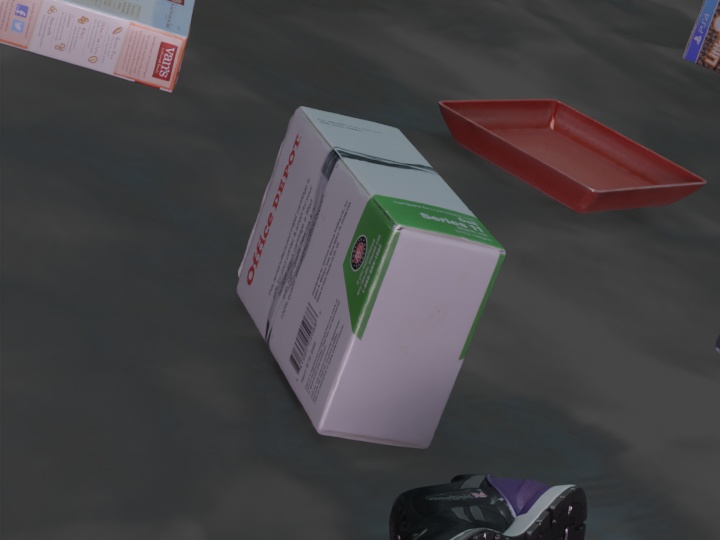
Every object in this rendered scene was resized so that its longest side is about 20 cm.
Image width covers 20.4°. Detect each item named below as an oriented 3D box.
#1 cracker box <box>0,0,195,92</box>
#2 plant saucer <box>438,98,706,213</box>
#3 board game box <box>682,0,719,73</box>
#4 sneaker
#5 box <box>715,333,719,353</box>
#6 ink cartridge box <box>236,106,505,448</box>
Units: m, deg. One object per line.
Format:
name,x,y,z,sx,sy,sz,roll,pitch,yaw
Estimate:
cracker box,-0.252,-0.230,1.790,0.199,0.058,0.134,15,21,-7
plant saucer,0.198,-0.107,1.903,0.199,0.037,0.199,33,25,33
board game box,0.542,-0.294,2.601,0.199,0.097,0.159,25,21,16
sneaker,0.043,0.155,1.065,0.087,0.076,0.200,12,11,27
box,0.425,0.055,1.565,0.199,0.125,0.196,-1,26,-42
ink cartridge box,0.000,0.000,1.290,0.083,0.147,0.200,11,22,-25
